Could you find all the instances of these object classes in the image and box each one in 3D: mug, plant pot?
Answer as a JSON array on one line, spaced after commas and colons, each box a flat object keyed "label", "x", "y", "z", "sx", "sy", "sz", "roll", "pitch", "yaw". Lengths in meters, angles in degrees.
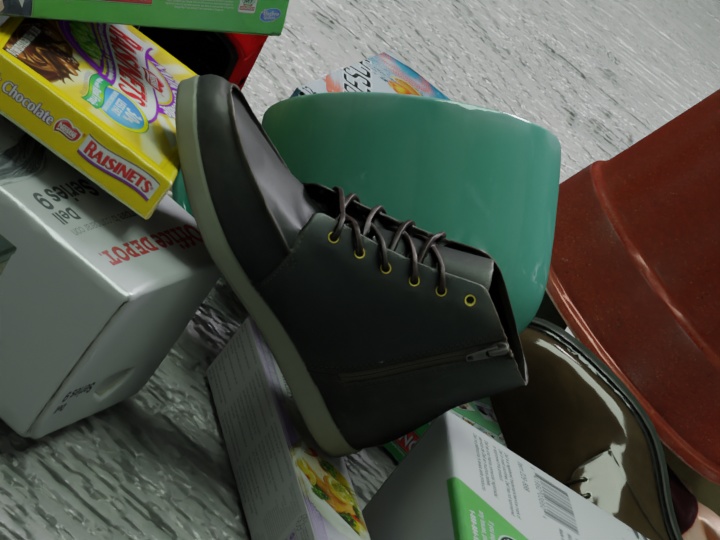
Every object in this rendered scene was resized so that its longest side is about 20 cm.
[{"label": "mug", "x": 0.010, "y": -0.014, "z": 1.381, "sx": 0.152, "sy": 0.115, "sz": 0.185, "roll": 14, "pitch": -13, "yaw": -37}, {"label": "plant pot", "x": 0.221, "y": -0.020, "z": 1.502, "sx": 0.201, "sy": 0.195, "sz": 0.201, "roll": 46, "pitch": 17, "yaw": -18}]

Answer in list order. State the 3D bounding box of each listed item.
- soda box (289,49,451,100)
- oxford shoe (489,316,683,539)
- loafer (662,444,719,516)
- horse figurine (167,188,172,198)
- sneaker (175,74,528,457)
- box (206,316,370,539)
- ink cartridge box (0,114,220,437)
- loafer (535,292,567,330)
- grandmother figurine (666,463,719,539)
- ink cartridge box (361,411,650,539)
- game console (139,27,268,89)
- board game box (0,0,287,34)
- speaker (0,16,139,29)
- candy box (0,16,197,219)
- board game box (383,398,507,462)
[{"label": "soda box", "x": -0.005, "y": -0.083, "z": 1.715, "sx": 0.064, "sy": 0.068, "sz": 0.200, "roll": 39, "pitch": 19, "yaw": 6}, {"label": "oxford shoe", "x": 0.114, "y": 0.115, "z": 1.385, "sx": 0.084, "sy": 0.073, "sz": 0.200, "roll": -13, "pitch": 73, "yaw": -60}, {"label": "loafer", "x": 0.228, "y": 0.147, "z": 1.585, "sx": 0.200, "sy": 0.076, "sz": 0.067, "roll": 40, "pitch": 12, "yaw": 6}, {"label": "horse figurine", "x": -0.081, "y": -0.060, "z": 1.519, "sx": 0.200, "sy": 0.050, "sz": 0.132, "roll": 2, "pitch": 15, "yaw": -45}, {"label": "sneaker", "x": -0.003, "y": -0.016, "z": 1.235, "sx": 0.075, "sy": 0.106, "sz": 0.200, "roll": -84, "pitch": 151, "yaw": -58}, {"label": "box", "x": -0.033, "y": 0.093, "z": 1.282, "sx": 0.039, "sy": 0.041, "sz": 0.200, "roll": 30, "pitch": 19, "yaw": -26}, {"label": "ink cartridge box", "x": -0.171, "y": -0.030, "z": 1.224, "sx": 0.200, "sy": 0.084, "sz": 0.146, "roll": 40, "pitch": 17, "yaw": 7}, {"label": "loafer", "x": 0.087, "y": -0.005, "z": 1.588, "sx": 0.075, "sy": 0.070, "sz": 0.200, "roll": 48, "pitch": 14, "yaw": -28}, {"label": "grandmother figurine", "x": 0.168, "y": 0.134, "z": 1.473, "sx": 0.200, "sy": 0.061, "sz": 0.121, "roll": 49, "pitch": 8, "yaw": -12}, {"label": "ink cartridge box", "x": 0.099, "y": 0.174, "z": 1.262, "sx": 0.200, "sy": 0.084, "sz": 0.146, "roll": 33, "pitch": 19, "yaw": -15}, {"label": "game console", "x": -0.137, "y": -0.165, "z": 1.584, "sx": 0.177, "sy": 0.031, "sz": 0.200, "roll": 38, "pitch": -14, "yaw": -1}, {"label": "board game box", "x": -0.149, "y": -0.146, "z": 1.258, "sx": 0.200, "sy": 0.029, "sz": 0.134, "roll": 0, "pitch": 20, "yaw": -44}, {"label": "speaker", "x": -0.213, "y": -0.179, "z": 1.498, "sx": 0.200, "sy": 0.081, "sz": 0.081, "roll": 34, "pitch": 16, "yaw": 16}, {"label": "candy box", "x": -0.120, "y": -0.084, "z": 1.256, "sx": 0.102, "sy": 0.026, "sz": 0.200, "roll": 39, "pitch": 13, "yaw": -8}, {"label": "board game box", "x": 0.076, "y": 0.092, "z": 1.509, "sx": 0.135, "sy": 0.029, "sz": 0.200, "roll": 46, "pitch": 19, "yaw": 21}]
